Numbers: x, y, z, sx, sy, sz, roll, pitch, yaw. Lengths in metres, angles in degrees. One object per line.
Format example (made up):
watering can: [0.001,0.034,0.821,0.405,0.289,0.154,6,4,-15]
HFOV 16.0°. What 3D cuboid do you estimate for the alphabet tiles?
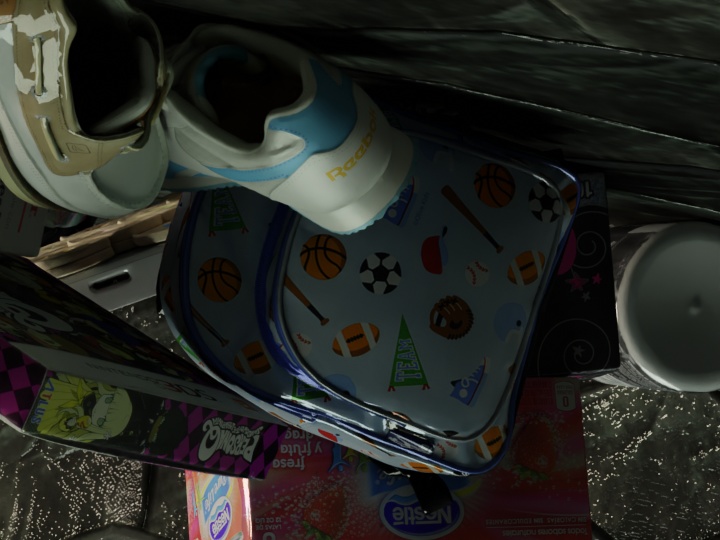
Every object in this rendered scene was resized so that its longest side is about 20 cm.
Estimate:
alphabet tiles: [-0.124,-0.025,1.421,0.195,0.015,0.200,-14,-172,42]

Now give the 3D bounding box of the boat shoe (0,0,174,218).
boat shoe: [-0.114,-0.072,1.044,0.068,0.075,0.200,10,163,21]

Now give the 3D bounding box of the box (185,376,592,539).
box: [0.013,0.111,1.379,0.199,0.095,0.103,1,168,-24]

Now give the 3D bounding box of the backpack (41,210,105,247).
backpack: [-0.243,-0.057,1.534,0.166,0.127,0.200,-10,177,2]

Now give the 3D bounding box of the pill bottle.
pill bottle: [0.181,0.023,1.646,0.106,0.107,0.200,12,177,-14]

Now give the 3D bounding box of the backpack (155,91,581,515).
backpack: [0.000,0.000,1.259,0.189,0.201,0.154,18,171,-6]

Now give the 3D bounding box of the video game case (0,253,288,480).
video game case: [-0.158,0.031,1.204,0.200,0.036,0.181,30,-174,35]

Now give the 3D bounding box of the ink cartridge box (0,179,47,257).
ink cartridge box: [-0.192,-0.073,1.168,0.067,0.118,0.200,11,179,25]

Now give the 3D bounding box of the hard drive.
hard drive: [-0.127,-0.003,1.431,0.131,0.027,0.200,-19,-175,3]

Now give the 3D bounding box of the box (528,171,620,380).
box: [0.041,0.013,1.455,0.199,0.116,0.132,-6,177,1]

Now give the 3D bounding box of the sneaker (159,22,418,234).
sneaker: [-0.065,-0.078,1.153,0.199,0.077,0.081,14,157,43]
